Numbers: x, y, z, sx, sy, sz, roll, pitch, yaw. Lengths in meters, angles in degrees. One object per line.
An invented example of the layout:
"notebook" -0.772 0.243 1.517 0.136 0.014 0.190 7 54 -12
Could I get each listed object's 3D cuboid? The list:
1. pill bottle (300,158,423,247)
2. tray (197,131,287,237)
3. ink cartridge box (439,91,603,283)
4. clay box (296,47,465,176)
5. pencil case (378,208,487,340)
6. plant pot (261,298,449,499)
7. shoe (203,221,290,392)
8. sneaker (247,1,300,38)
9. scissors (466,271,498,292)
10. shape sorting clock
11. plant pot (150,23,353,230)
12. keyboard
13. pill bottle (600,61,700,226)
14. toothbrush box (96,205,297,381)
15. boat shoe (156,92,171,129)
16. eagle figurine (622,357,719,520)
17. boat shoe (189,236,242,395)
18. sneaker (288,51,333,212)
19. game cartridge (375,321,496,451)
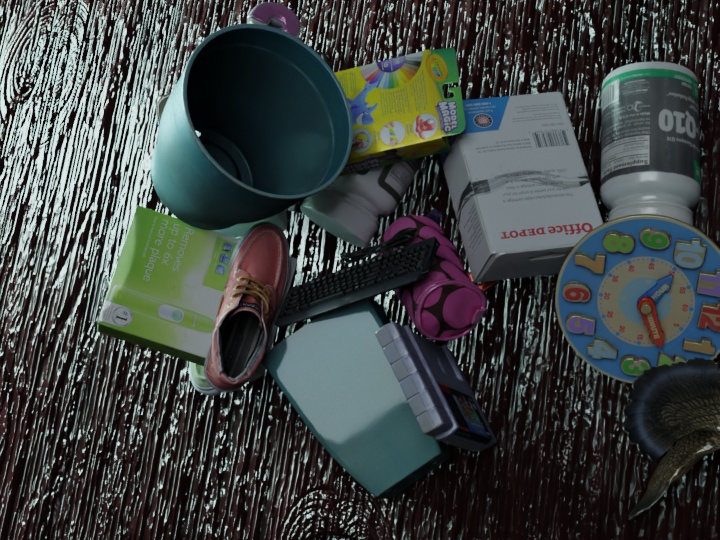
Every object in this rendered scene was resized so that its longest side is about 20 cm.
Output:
"pill bottle" 0.014 -0.138 1.562 0.113 0.114 0.201 26 81 21
"tray" -0.150 -0.142 1.542 0.106 0.022 0.202 -6 89 -2
"ink cartridge box" 0.183 -0.097 1.490 0.144 0.084 0.201 -6 66 -16
"clay box" 0.024 -0.181 1.485 0.198 0.048 0.116 -11 70 13
"pencil case" 0.084 0.006 1.461 0.093 0.200 0.091 21 111 -20
"plant pot" 0.009 0.151 1.461 0.141 0.141 0.201 -34 74 2
"shoe" -0.120 0.036 1.423 0.071 0.091 0.201 19 77 -10
"sneaker" -0.134 -0.232 1.607 0.080 0.088 0.201 23 76 -5
"scissors" 0.160 -0.001 1.533 0.199 0.014 0.073 -35 68 3
"shape sorting clock" 0.315 0.035 1.417 0.198 0.039 0.202 3 111 9
"plant pot" -0.138 -0.140 1.421 0.199 0.188 0.202 11 66 -27
"keyboard" 0.000 0.000 1.432 0.199 0.021 0.127 -19 24 28
"pill bottle" 0.333 -0.127 1.474 0.112 0.113 0.202 -1 73 15
"toothbrush box" -0.192 0.029 1.500 0.199 0.086 0.147 20 77 -10
"boat shoe" -0.206 -0.152 1.610 0.072 0.072 0.201 -34 69 4
"eagle figurine" 0.364 0.168 1.350 0.198 0.151 0.153 -12 81 3
"boat shoe" -0.171 0.053 1.579 0.071 0.062 0.201 9 75 18
"sneaker" -0.080 -0.177 1.584 0.079 0.074 0.202 15 84 12
"game cartridge" 0.089 0.132 1.410 0.038 0.200 0.130 -35 67 11
